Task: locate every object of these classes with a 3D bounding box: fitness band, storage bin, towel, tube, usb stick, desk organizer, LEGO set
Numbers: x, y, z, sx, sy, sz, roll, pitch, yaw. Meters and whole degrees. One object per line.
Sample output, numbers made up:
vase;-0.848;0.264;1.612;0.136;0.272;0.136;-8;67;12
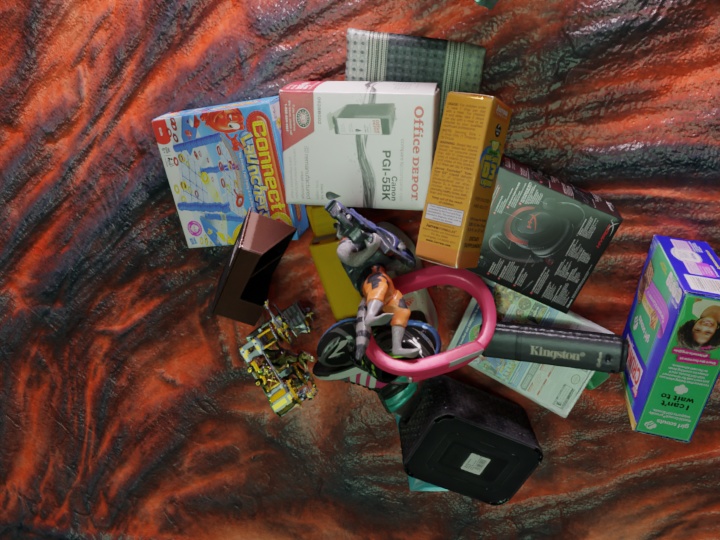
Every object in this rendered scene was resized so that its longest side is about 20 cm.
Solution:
fitness band;0.092;0.069;0.751;0.195;0.146;0.038;-16;150;-9
storage bin;0.171;0.273;0.876;0.196;0.094;0.137;23;115;-13
towel;0.063;-0.209;0.746;0.187;0.035;0.205;9;115;7
tube;0.104;0.319;0.976;0.075;0.051;0.204;-5;117;23
usb stick;0.263;0.105;0.759;0.194;0.033;0.057;5;106;18
desk organizer;-0.166;0.003;0.835;0.075;0.073;0.201;18;142;-16
LEGO set;-0.103;0.125;0.856;0.114;0.200;0.156;-32;84;-2

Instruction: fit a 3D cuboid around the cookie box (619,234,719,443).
cookie box;0.403;0.083;0.711;0.073;0.172;0.205;10;117;12

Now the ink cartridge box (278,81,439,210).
ink cartridge box;0.001;-0.164;0.713;0.194;0.083;0.151;3;115;10

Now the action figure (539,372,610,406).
action figure;0.265;0.097;0.820;0.117;0.055;0.202;-34;96;27

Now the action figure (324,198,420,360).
action figure;0.000;0.000;0.694;0.104;0.197;0.199;-34;141;21

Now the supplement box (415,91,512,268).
supplement box;0.127;-0.109;0.677;0.068;0.066;0.206;15;101;35

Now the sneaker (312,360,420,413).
sneaker;0.021;0.181;0.912;0.196;0.084;0.122;-15;117;35

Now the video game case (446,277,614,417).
video game case;0.241;0.106;0.795;0.197;0.018;0.146;28;113;11

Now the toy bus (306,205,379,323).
toy bus;-0.027;-0.007;0.829;0.063;0.079;0.204;-9;119;18

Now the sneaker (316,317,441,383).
sneaker;0.019;0.118;0.795;0.194;0.084;0.072;-4;126;23

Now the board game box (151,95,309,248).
board game box;-0.192;-0.142;0.826;0.190;0.056;0.205;-3;114;16

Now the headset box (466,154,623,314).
headset box;0.222;-0.056;0.745;0.196;0.075;0.151;23;117;3

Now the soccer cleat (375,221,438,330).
soccer cleat;0.068;0.024;0.823;0.068;0.078;0.204;-19;108;22

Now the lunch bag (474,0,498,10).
lunch bag;0.123;-0.417;0.578;0.200;0.122;0.170;47;120;-1
